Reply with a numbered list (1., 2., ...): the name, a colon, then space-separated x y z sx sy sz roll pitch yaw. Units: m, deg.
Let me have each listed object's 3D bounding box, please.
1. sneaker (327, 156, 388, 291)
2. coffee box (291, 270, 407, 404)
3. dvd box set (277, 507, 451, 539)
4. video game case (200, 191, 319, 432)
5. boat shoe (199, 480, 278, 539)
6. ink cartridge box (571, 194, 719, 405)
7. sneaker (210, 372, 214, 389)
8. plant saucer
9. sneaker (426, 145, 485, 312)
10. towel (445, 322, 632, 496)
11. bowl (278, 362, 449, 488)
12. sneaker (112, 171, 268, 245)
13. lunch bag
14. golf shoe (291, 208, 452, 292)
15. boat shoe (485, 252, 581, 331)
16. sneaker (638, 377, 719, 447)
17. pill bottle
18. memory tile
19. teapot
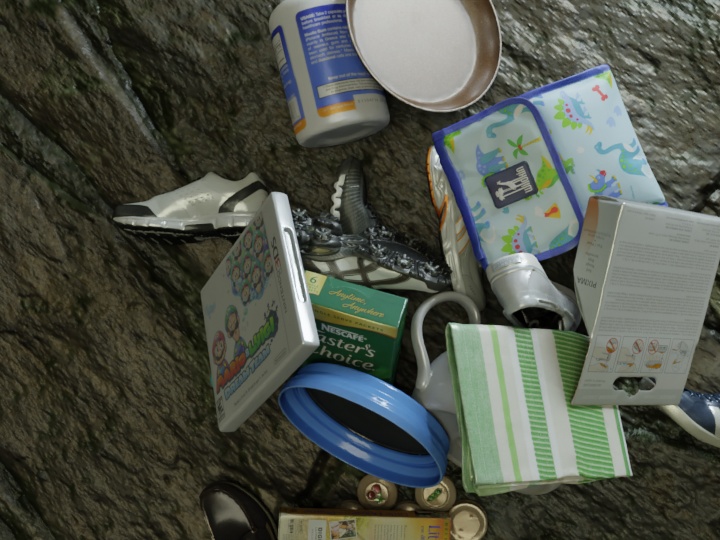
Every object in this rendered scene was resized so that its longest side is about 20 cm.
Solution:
1. sneaker: 0.009 -0.033 0.907 0.090 0.066 0.200 2 95 6
2. coffee box: -0.018 0.090 0.856 0.123 0.200 0.044 17 51 9
3. dvd box set: 0.002 0.350 0.889 0.200 0.029 0.147 2 91 -4
4. video game case: -0.115 0.047 0.818 0.200 0.024 0.182 -47 47 42
5. boat shoe: -0.131 0.346 0.929 0.074 0.073 0.200 -36 86 8
6. ink cartridge box: 0.279 0.034 0.772 0.162 0.050 0.200 6 103 -30
7. sneaker: -0.112 0.067 0.918 0.077 0.080 0.200 31 95 7
8. plant saucer: 0.068 -0.270 0.864 0.200 0.032 0.200 4 81 -25
9. sneaker: 0.133 -0.051 0.882 0.092 0.076 0.200 -10 91 5
10. towel: 0.171 0.129 0.730 0.200 0.023 0.153 5 70 -30
11. bowl: 0.005 0.170 0.849 0.200 0.201 0.039 25 60 8
12. sneaker: -0.204 -0.077 0.944 0.200 0.074 0.080 -1 76 5
13. lunch bag: 0.194 -0.102 0.822 0.200 0.127 0.170 -21 86 -8
14. golf shoe: 0.000 0.000 0.851 0.200 0.078 0.095 16 120 6
15. boat shoe: 0.192 0.046 0.809 0.072 0.200 0.069 -18 61 17
16. sneaker: 0.404 0.155 0.842 0.200 0.075 0.085 32 97 -3
17. pill bottle: -0.041 -0.252 0.885 0.112 0.112 0.200 -14 89 9
18. memory tile: 0.041 0.321 0.930 0.153 0.017 0.200 43 97 6
19. teapot: 0.157 0.135 0.841 0.197 0.200 0.146 18 61 29
